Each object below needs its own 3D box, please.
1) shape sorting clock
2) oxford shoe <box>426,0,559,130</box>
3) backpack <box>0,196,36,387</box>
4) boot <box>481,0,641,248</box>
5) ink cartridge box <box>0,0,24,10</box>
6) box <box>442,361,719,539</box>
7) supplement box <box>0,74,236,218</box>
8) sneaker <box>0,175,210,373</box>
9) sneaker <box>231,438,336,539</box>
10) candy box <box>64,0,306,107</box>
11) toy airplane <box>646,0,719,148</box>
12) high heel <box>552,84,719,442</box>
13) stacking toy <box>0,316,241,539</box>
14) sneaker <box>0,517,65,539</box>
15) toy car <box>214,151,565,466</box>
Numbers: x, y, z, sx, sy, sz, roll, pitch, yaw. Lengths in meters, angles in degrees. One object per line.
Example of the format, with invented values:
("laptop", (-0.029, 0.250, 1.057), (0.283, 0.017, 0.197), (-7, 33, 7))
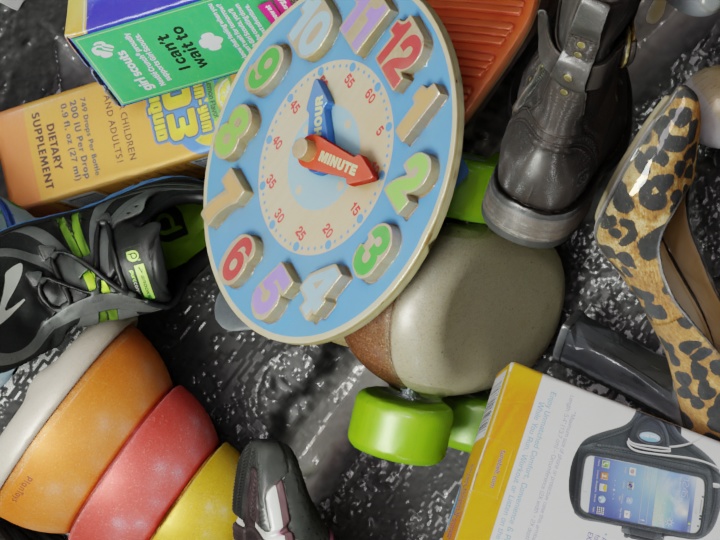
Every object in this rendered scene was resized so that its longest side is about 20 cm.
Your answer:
("shape sorting clock", (-0.019, -0.060, 1.348), (0.200, 0.039, 0.200), (-19, 62, 40))
("oxford shoe", (0.078, -0.139, 1.406), (0.071, 0.073, 0.200), (13, 59, 28))
("backpack", (-0.273, 0.015, 1.493), (0.200, 0.154, 0.163), (2, 68, 29))
("boot", (0.121, -0.122, 1.283), (0.069, 0.200, 0.174), (17, 128, 2))
("ink cartridge box", (-0.233, -0.244, 1.572), (0.115, 0.068, 0.200), (38, 96, 20))
("box", (0.149, 0.140, 1.353), (0.200, 0.041, 0.119), (22, 73, -8))
("supplement box", (-0.113, -0.087, 1.510), (0.200, 0.069, 0.067), (-16, 80, 14))
("sneaker", (-0.148, -0.002, 1.414), (0.083, 0.199, 0.071), (1, 114, 56))
("sneaker", (-0.003, 0.180, 1.417), (0.115, 0.076, 0.200), (-12, 105, -15))
("candy box", (-0.063, -0.199, 1.466), (0.200, 0.077, 0.169), (-16, 49, 18))
("toy airplane", (0.228, -0.097, 1.322), (0.141, 0.199, 0.200), (-28, 75, 29))
("high heel", (0.191, 0.004, 1.350), (0.142, 0.071, 0.200), (27, 130, 15))
("stacking toy", (-0.110, 0.132, 1.470), (0.200, 0.146, 0.146), (37, 97, 1))
("sneaker", (-0.256, 0.149, 1.521), (0.200, 0.091, 0.076), (29, 96, 22))
("toy car", (0.000, 0.000, 1.424), (0.200, 0.158, 0.165), (18, 99, 32))
